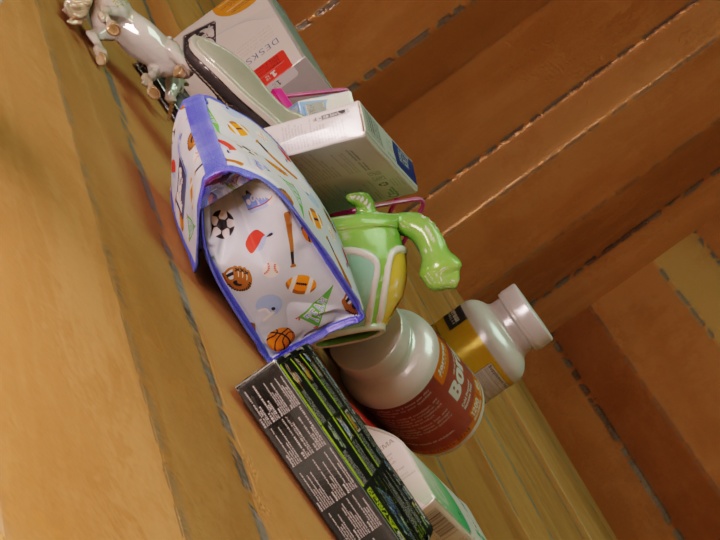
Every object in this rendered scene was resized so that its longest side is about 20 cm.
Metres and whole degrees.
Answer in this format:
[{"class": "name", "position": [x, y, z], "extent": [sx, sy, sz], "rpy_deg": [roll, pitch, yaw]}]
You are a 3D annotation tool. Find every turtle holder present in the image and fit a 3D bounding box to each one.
[{"class": "turtle holder", "position": [-0.007, 0.003, 1.811], "extent": [0.141, 0.185, 0.132], "rpy_deg": [145, -64, -62]}]

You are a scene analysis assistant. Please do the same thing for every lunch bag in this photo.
[{"class": "lunch bag", "position": [-0.098, -0.045, 1.600], "extent": [0.200, 0.123, 0.170], "rpy_deg": [60, 3, -32]}]

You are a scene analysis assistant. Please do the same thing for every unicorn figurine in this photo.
[{"class": "unicorn figurine", "position": [-0.222, -0.224, 1.856], "extent": [0.200, 0.074, 0.138], "rpy_deg": [55, 9, -26]}]

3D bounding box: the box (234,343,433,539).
[{"class": "box", "position": [-0.016, 0.157, 1.475], "extent": [0.200, 0.047, 0.193], "rpy_deg": [56, 8, 1]}]

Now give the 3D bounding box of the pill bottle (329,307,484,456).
[{"class": "pill bottle", "position": [0.047, 0.111, 1.918], "extent": [0.200, 0.112, 0.112], "rpy_deg": [47, 9, -51]}]

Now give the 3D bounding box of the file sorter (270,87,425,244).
[{"class": "file sorter", "position": [-0.031, -0.104, 2.160], "extent": [0.125, 0.139, 0.200], "rpy_deg": [-11, 55, -35]}]

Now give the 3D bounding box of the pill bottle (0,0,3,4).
[{"class": "pill bottle", "position": [-0.293, -0.219, 1.048], "extent": [0.111, 0.111, 0.200], "rpy_deg": [57, 6, 28]}]

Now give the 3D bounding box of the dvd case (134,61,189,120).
[{"class": "dvd case", "position": [-0.183, -0.158, 2.079], "extent": [0.200, 0.016, 0.149], "rpy_deg": [55, 5, 0]}]

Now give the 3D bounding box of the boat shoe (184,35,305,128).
[{"class": "boat shoe", "position": [-0.111, -0.158, 1.847], "extent": [0.200, 0.060, 0.074], "rpy_deg": [39, 25, -22]}]

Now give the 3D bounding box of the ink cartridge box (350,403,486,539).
[{"class": "ink cartridge box", "position": [0.048, 0.194, 1.777], "extent": [0.161, 0.050, 0.200], "rpy_deg": [48, 11, -50]}]

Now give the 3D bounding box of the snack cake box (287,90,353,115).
[{"class": "snack cake box", "position": [-0.060, -0.117, 1.998], "extent": [0.200, 0.067, 0.116], "rpy_deg": [-22, -97, 67]}]

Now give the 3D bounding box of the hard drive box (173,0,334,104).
[{"class": "hard drive box", "position": [-0.142, -0.251, 2.260], "extent": [0.077, 0.156, 0.200], "rpy_deg": [48, 8, -44]}]

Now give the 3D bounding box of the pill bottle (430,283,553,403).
[{"class": "pill bottle", "position": [0.121, 0.105, 2.115], "extent": [0.112, 0.200, 0.112], "rpy_deg": [54, 5, -7]}]

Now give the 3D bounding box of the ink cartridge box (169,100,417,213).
[{"class": "ink cartridge box", "position": [-0.063, -0.094, 1.767], "extent": [0.200, 0.199, 0.041], "rpy_deg": [41, 35, -69]}]
